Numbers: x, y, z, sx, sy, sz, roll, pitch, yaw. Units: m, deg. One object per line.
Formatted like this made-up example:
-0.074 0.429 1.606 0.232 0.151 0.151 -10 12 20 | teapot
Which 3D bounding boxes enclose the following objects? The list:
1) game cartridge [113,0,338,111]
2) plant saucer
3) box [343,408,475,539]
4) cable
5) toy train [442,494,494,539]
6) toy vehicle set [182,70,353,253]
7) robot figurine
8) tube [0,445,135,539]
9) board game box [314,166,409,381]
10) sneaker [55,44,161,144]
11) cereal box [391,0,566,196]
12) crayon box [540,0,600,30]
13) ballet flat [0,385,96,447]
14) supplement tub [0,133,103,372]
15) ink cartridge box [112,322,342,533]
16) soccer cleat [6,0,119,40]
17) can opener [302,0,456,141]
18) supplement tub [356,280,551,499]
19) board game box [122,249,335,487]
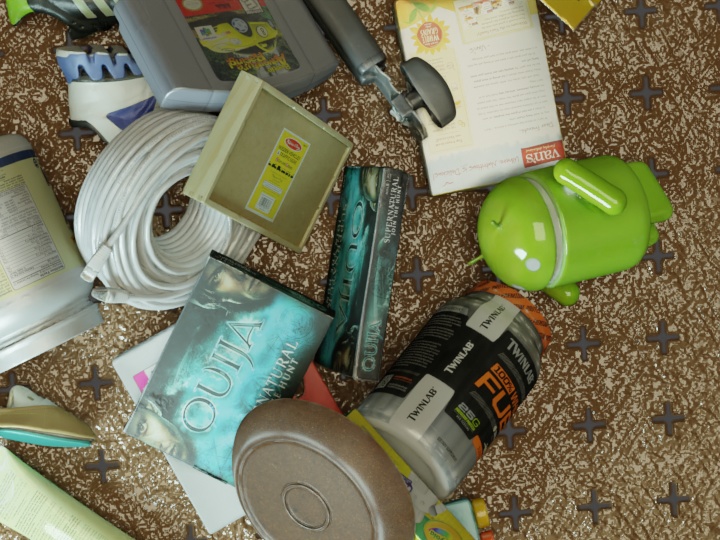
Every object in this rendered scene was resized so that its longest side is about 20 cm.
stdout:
-0.122 -0.216 1.613 0.199 0.041 0.134 -15 69 -35 | game cartridge
-0.043 0.213 1.570 0.200 0.200 0.034 49 44 -4 | plant saucer
0.030 0.231 1.607 0.200 0.117 0.048 46 63 -1 | box
-0.177 -0.058 1.613 0.069 0.200 0.201 30 97 39 | cable
0.037 0.249 1.694 0.200 0.056 0.150 37 90 -1 | toy train
-0.084 -0.099 1.610 0.026 0.200 0.125 26 88 28 | toy vehicle set
0.202 -0.046 1.651 0.199 0.176 0.116 -13 61 -22 | robot figurine
-0.289 0.255 1.674 0.199 0.052 0.058 32 67 -2 | tube
0.000 0.000 1.635 0.028 0.135 0.201 8 91 -17 | board game box
-0.200 -0.160 1.660 0.198 0.081 0.116 1 106 -11 | sneaker
0.119 -0.184 1.693 0.143 0.040 0.201 -11 93 -4 | cereal box
0.217 -0.342 1.670 0.127 0.051 0.200 42 74 -4 | crayon box
-0.359 0.139 1.658 0.199 0.069 0.063 3 77 -5 | ballet flat
-0.344 -0.014 1.613 0.144 0.145 0.201 -26 93 -3 | supplement tub
-0.123 0.133 1.684 0.173 0.044 0.201 -30 93 -1 | ink cartridge box
-0.249 -0.268 1.660 0.199 0.068 0.081 4 115 -8 | soccer cleat
0.019 -0.216 1.664 0.067 0.053 0.200 -33 81 -7 | can opener
0.092 0.112 1.635 0.122 0.123 0.200 42 64 -4 | supplement tub
-0.127 0.098 1.625 0.135 0.028 0.201 26 104 -4 | board game box
